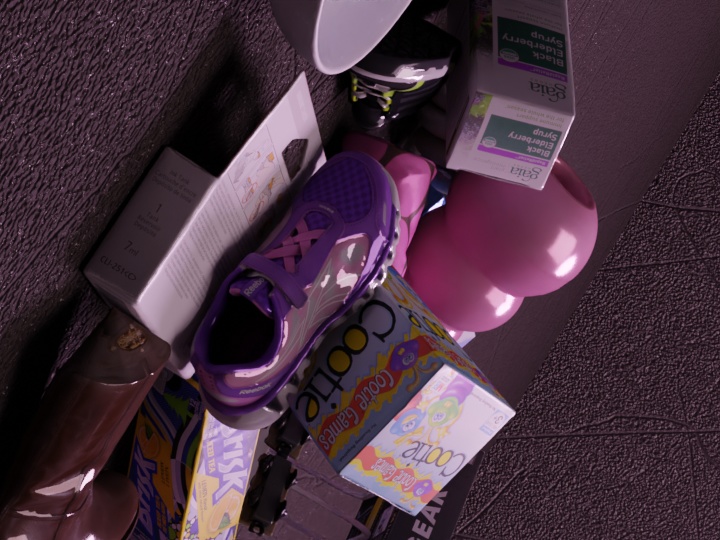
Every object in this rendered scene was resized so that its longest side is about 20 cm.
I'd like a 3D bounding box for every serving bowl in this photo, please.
[{"bbox_3d":[0.002,-0.218,1.147,0.201,0.066,0.200,-54,166,-20],"label":"serving bowl"}]

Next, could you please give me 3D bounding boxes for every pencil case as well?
[{"bbox_3d":[0.000,0.000,1.500,0.094,0.090,0.201,141,-33,-80],"label":"pencil case"}]

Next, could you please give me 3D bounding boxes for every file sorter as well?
[{"bbox_3d":[-0.055,0.195,1.627,0.201,0.124,0.139,-63,-174,-19],"label":"file sorter"}]

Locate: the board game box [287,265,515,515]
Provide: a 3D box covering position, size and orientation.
[{"bbox_3d":[-0.003,0.053,1.352,0.103,0.200,0.105,-45,141,8],"label":"board game box"}]

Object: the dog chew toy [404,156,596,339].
[{"bbox_3d":[0.093,-0.009,1.570,0.200,0.125,0.124,-43,174,20],"label":"dog chew toy"}]

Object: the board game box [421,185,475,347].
[{"bbox_3d":[0.022,0.035,1.680,0.151,0.037,0.201,-39,145,-17],"label":"board game box"}]

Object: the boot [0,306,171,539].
[{"bbox_3d":[-0.160,0.103,1.236,0.201,0.064,0.186,-61,166,24],"label":"boot"}]

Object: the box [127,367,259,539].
[{"bbox_3d":[-0.123,0.140,1.418,0.070,0.064,0.201,-26,141,-44],"label":"box"}]

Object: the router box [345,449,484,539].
[{"bbox_3d":[0.020,0.244,1.620,0.201,0.052,0.157,-65,-172,-28],"label":"router box"}]

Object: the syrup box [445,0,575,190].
[{"bbox_3d":[0.112,-0.161,1.494,0.201,0.078,0.082,-87,-167,-47],"label":"syrup box"}]

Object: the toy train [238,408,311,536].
[{"bbox_3d":[-0.055,0.120,1.523,0.046,0.034,0.201,-41,-155,54],"label":"toy train"}]

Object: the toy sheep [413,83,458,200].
[{"bbox_3d":[0.111,-0.126,1.659,0.138,0.137,0.202,-27,131,-67],"label":"toy sheep"}]

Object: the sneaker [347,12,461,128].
[{"bbox_3d":[0.024,-0.135,1.416,0.083,0.071,0.200,-61,168,15],"label":"sneaker"}]

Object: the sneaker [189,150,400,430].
[{"bbox_3d":[-0.046,0.007,1.270,0.201,0.080,0.088,-58,155,-7],"label":"sneaker"}]

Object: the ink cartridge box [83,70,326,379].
[{"bbox_3d":[-0.093,-0.033,1.254,0.177,0.045,0.200,-56,168,-12],"label":"ink cartridge box"}]
